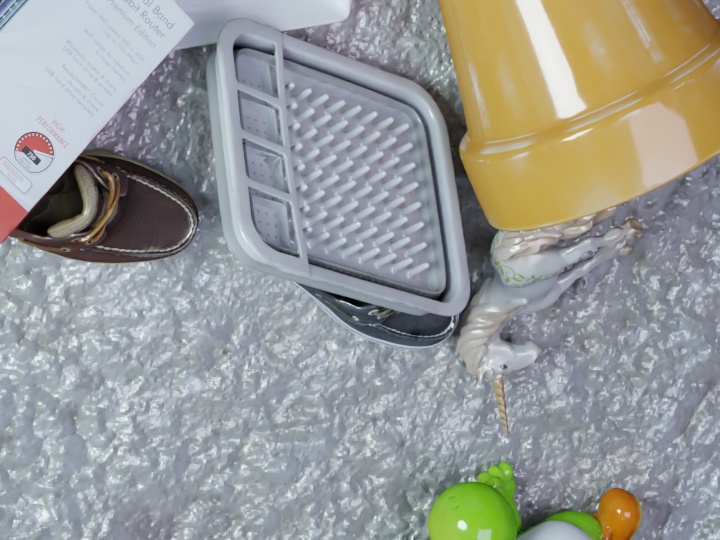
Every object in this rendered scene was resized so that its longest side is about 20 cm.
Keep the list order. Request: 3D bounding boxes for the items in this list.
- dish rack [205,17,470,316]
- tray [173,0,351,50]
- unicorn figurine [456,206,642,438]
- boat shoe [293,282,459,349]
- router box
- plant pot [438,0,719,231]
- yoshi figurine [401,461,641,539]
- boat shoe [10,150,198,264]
[{"bbox_3d":[-0.020,-0.056,1.655,0.200,0.044,0.172,16,56,-41],"label":"dish rack"},{"bbox_3d":[-0.098,-0.193,1.624,0.200,0.022,0.108,-12,112,-27],"label":"tray"},{"bbox_3d":[0.121,0.004,1.778,0.137,0.074,0.200,-32,147,-8],"label":"unicorn figurine"},{"bbox_3d":[0.000,0.000,1.723,0.200,0.066,0.070,38,86,-34],"label":"boat shoe"},{"bbox_3d":[-0.225,-0.147,1.506,0.200,0.049,0.180,45,73,-20],"label":"router box"},{"bbox_3d":[0.135,-0.151,1.689,0.200,0.200,0.183,-31,104,-18],"label":"plant pot"},{"bbox_3d":[0.119,0.191,1.846,0.200,0.112,0.112,1,91,-28],"label":"yoshi figurine"},{"bbox_3d":[-0.179,-0.039,1.599,0.200,0.072,0.072,17,98,-34],"label":"boat shoe"}]
